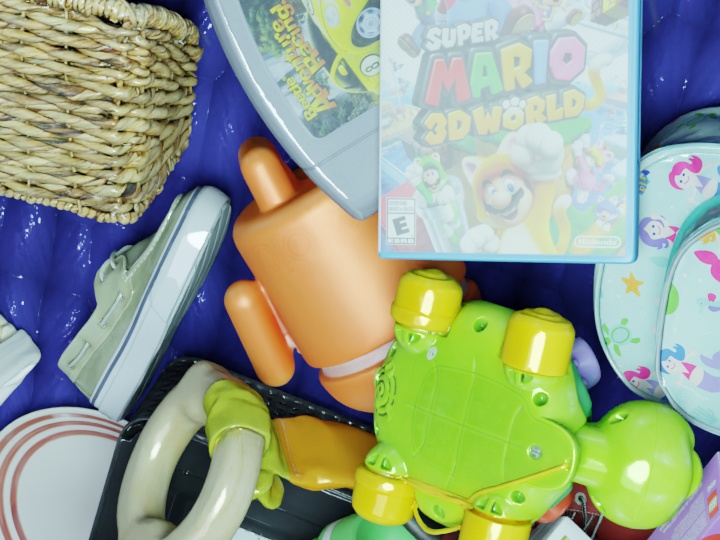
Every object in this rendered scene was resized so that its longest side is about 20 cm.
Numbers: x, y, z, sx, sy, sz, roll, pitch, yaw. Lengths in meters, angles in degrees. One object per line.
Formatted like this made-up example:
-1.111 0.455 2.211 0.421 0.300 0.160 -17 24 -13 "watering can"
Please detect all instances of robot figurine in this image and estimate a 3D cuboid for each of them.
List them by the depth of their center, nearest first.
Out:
-0.002 0.001 1.183 0.116 0.144 0.201 -16 110 51 "robot figurine"

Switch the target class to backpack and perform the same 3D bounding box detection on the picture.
0.227 0.007 1.082 0.198 0.150 0.179 18 119 19 "backpack"

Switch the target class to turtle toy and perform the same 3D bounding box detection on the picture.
0.090 0.087 1.083 0.199 0.101 0.147 19 101 34 "turtle toy"

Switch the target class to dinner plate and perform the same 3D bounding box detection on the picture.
-0.181 0.182 1.399 0.198 0.024 0.202 9 117 18 "dinner plate"

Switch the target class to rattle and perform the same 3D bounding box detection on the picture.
-0.089 0.166 1.188 0.130 0.142 0.202 27 93 43 "rattle"

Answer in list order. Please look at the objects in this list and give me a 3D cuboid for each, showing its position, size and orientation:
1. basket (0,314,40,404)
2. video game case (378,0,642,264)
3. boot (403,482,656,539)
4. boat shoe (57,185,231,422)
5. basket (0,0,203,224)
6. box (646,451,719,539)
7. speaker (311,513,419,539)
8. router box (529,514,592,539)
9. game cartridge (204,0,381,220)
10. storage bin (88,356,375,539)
-0.333 0.088 1.312 0.123 0.200 0.136 45 122 0 "basket"
0.080 -0.106 1.058 0.141 0.018 0.203 1 93 16 "video game case"
0.121 0.155 1.193 0.198 0.144 0.073 21 114 9 "boot"
-0.145 0.018 1.275 0.062 0.072 0.201 32 125 1 "boat shoe"
-0.196 -0.139 1.171 0.198 0.143 0.150 13 125 10 "basket"
0.235 0.175 1.149 0.135 0.039 0.201 8 145 -11 "box"
-0.046 0.225 1.202 0.200 0.089 0.089 -39 97 30 "speaker"
0.109 0.272 1.106 0.179 0.049 0.200 44 78 -1 "router box"
-0.009 -0.137 1.094 0.132 0.041 0.201 -31 100 -8 "game cartridge"
-0.064 0.161 1.285 0.198 0.094 0.136 22 116 4 "storage bin"
